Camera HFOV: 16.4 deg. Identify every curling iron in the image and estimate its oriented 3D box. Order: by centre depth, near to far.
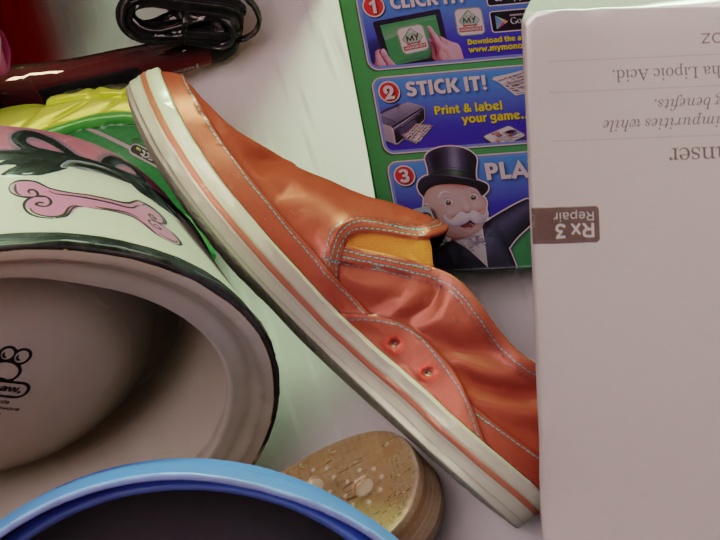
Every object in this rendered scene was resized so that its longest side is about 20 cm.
[{"bbox_3d":[-0.135,-0.075,0.924,0.200,0.050,0.026,-17,28,1],"label":"curling iron"}]

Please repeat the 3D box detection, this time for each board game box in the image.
[{"bbox_3d":[0.096,-0.069,0.829,0.200,0.029,0.135,-3,112,18],"label":"board game box"}]

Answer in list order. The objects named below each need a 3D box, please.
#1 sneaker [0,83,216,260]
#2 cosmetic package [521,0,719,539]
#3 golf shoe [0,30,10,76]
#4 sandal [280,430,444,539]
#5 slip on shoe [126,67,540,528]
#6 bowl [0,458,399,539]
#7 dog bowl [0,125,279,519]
[{"bbox_3d":[-0.143,-0.010,0.913,0.200,0.074,0.084,-14,67,15],"label":"sneaker"},{"bbox_3d":[0.108,0.014,0.768,0.113,0.081,0.200,-4,98,6],"label":"cosmetic package"},{"bbox_3d":[-0.178,-0.073,0.872,0.092,0.075,0.200,39,99,-20],"label":"golf shoe"},{"bbox_3d":[-0.076,0.111,0.846,0.212,0.070,0.078,-35,42,8],"label":"sandal"},{"bbox_3d":[0.000,0.000,0.844,0.200,0.074,0.061,43,86,3],"label":"slip on shoe"},{"bbox_3d":[-0.056,0.154,0.802,0.200,0.039,0.201,-1,105,-3],"label":"bowl"},{"bbox_3d":[-0.132,0.033,0.839,0.200,0.200,0.074,-27,51,11],"label":"dog bowl"}]
